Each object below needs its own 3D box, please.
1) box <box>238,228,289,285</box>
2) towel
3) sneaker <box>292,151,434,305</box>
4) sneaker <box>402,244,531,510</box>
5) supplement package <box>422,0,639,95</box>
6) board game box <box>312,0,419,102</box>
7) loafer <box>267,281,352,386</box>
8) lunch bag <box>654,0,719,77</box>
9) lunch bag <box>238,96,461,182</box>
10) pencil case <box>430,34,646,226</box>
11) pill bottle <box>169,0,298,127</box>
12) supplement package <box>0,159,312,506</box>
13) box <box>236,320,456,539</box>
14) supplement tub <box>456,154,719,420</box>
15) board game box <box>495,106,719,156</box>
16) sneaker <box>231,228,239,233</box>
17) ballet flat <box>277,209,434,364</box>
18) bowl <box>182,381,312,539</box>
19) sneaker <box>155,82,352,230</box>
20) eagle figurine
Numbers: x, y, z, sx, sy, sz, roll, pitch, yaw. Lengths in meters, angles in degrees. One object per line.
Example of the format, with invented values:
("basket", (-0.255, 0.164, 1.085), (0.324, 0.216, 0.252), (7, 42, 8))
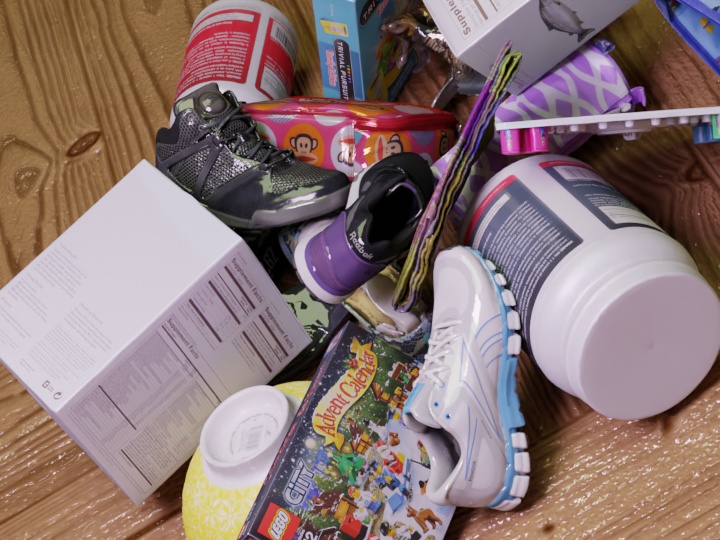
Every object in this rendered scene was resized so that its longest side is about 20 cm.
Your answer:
("box", (-0.166, 0.002, 1.857), (0.199, 0.044, 0.160), (1, 49, 38))
("towel", (0.077, -0.070, 1.577), (0.023, 0.144, 0.200), (24, 60, 4))
("sneaker", (0.029, -0.046, 1.590), (0.087, 0.076, 0.200), (-34, 11, 37))
("sneaker", (0.070, 0.080, 1.470), (0.075, 0.086, 0.201), (-22, 73, 57))
("supplement package", (0.156, -0.261, 1.650), (0.200, 0.117, 0.118), (-37, 62, 19))
("board game box", (0.014, -0.239, 1.857), (0.047, 0.200, 0.151), (19, 58, 17))
("loafer", (-0.041, 0.041, 1.722), (0.200, 0.063, 0.072), (-44, 68, -5))
("lunch bag", (0.327, -0.220, 1.590), (0.151, 0.200, 0.094), (-55, 6, -25))
("lunch bag", (-0.015, -0.112, 1.790), (0.199, 0.082, 0.176), (6, 8, 28))
("pencil case", (0.151, -0.111, 1.716), (0.200, 0.084, 0.086), (-40, 59, -5))
("pill bottle", (-0.126, -0.167, 1.955), (0.112, 0.112, 0.200), (-16, 40, 23))
("supplement package", (-0.179, 0.050, 1.631), (0.200, 0.151, 0.152), (-43, 48, -10))
("box", (0.006, 0.154, 1.490), (0.038, 0.136, 0.200), (-47, 15, 55))
("supplement tub", (0.172, 0.011, 1.512), (0.140, 0.140, 0.200), (-36, 37, -3))
("board game box", (0.208, -0.109, 1.569), (0.199, 0.026, 0.200), (-3, 3, 5))
("sneaker", (-0.161, -0.015, 1.777), (0.083, 0.071, 0.200), (3, 48, 47))
("ballet flat", (0.000, 0.000, 1.653), (0.074, 0.074, 0.200), (-44, 63, -12))
("bowl", (-0.067, 0.154, 1.564), (0.200, 0.108, 0.201), (-21, 40, 18))
("sneaker", (-0.098, -0.097, 1.689), (0.199, 0.115, 0.076), (7, 24, 37))
("eagle figurine", (0.126, -0.220, 1.802), (0.199, 0.151, 0.152), (5, 69, 23))
